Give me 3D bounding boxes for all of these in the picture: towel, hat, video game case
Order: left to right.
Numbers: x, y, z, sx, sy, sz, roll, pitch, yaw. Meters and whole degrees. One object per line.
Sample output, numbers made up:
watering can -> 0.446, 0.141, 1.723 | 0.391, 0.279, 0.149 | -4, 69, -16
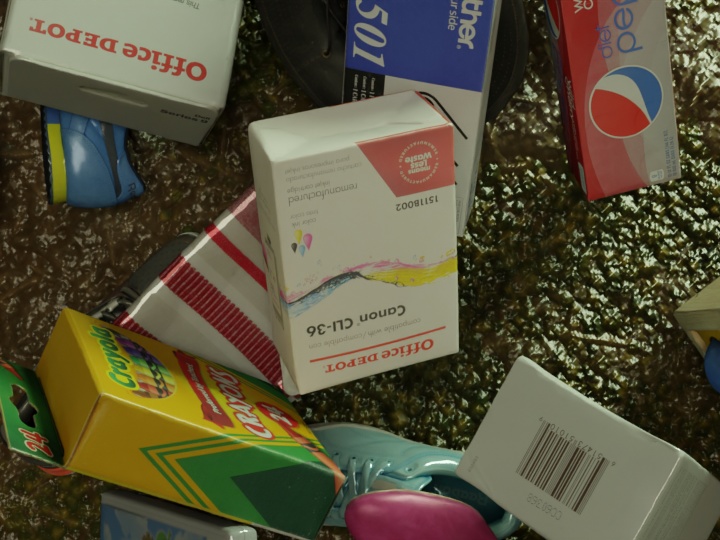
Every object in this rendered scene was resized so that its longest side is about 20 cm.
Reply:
video game case -> -0.123, 0.245, 0.742 | 0.022, 0.199, 0.186 | 3, 86, -34
towel -> -0.088, 0.049, 0.783 | 0.200, 0.023, 0.144 | -44, 125, 0
hat -> 0.027, -0.186, 0.796 | 0.197, 0.081, 0.204 | 9, 125, 14

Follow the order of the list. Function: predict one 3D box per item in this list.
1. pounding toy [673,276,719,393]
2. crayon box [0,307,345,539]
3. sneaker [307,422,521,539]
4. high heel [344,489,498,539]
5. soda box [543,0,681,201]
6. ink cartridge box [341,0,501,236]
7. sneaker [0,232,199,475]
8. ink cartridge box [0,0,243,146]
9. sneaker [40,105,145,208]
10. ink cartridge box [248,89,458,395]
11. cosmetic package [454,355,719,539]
pounding toy -> 0.294, 0.090, 0.720 | 0.141, 0.184, 0.201 | -35, 86, 1
crayon box -> -0.118, 0.088, 0.701 | 0.198, 0.127, 0.051 | 24, 100, -31
sneaker -> 0.016, 0.143, 0.783 | 0.196, 0.082, 0.075 | 3, 86, 3
high heel -> 0.066, 0.211, 0.722 | 0.067, 0.097, 0.199 | -32, 127, 25
soda box -> 0.159, -0.152, 0.753 | 0.069, 0.064, 0.203 | -14, 121, 3
ink cartridge box -> 0.037, -0.124, 0.754 | 0.092, 0.044, 0.203 | 11, 127, 10
sneaker -> -0.168, 0.057, 0.791 | 0.077, 0.082, 0.201 | 37, 89, 21
ink cartridge box -> -0.150, -0.202, 0.771 | 0.143, 0.084, 0.204 | 13, 75, -16
sneaker -> -0.192, -0.145, 0.826 | 0.077, 0.066, 0.204 | -5, 84, -17
ink cartridge box -> 0.000, 0.000, 0.742 | 0.114, 0.068, 0.203 | -13, 121, -14
cosmetic package -> 0.149, 0.129, 0.707 | 0.112, 0.200, 0.082 | 31, 90, 28
